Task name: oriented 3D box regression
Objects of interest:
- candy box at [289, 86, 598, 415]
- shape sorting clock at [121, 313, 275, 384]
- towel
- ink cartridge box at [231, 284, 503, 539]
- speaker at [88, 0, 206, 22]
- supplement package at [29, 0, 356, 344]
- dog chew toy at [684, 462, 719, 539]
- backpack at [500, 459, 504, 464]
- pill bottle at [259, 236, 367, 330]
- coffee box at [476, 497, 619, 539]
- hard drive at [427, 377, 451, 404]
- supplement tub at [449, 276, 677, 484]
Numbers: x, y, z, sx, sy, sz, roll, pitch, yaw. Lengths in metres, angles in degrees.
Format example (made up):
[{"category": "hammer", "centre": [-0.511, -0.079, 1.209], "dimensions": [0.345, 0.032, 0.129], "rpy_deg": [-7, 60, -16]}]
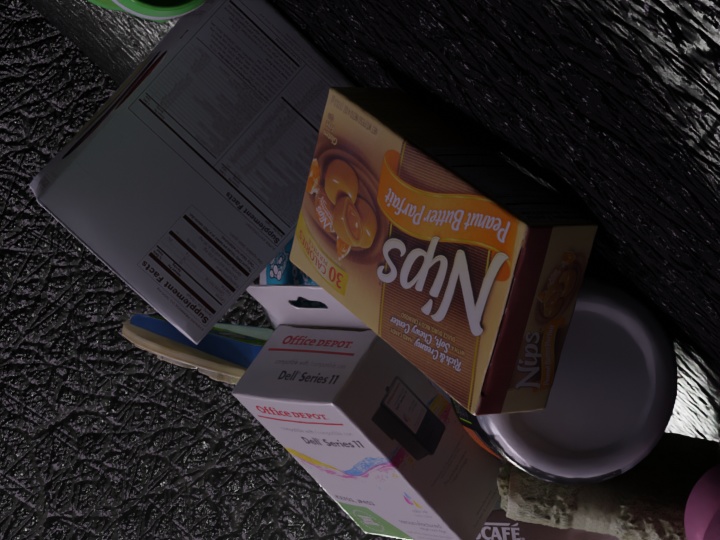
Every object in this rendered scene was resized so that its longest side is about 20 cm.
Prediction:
[{"category": "candy box", "centre": [0.042, -0.015, 1.217], "dimensions": [0.055, 0.116, 0.200], "rpy_deg": [-3, -152, -36]}, {"category": "shape sorting clock", "centre": [-0.079, 0.067, 1.575], "dimensions": [0.199, 0.039, 0.200], "rpy_deg": [11, -178, 0]}, {"category": "towel", "centre": [0.171, 0.139, 1.449], "dimensions": [0.148, 0.037, 0.200], "rpy_deg": [12, -166, 7]}, {"category": "ink cartridge box", "centre": [-0.004, 0.098, 1.435], "dimensions": [0.117, 0.067, 0.200], "rpy_deg": [0, 139, 51]}, {"category": "speaker", "centre": [-0.134, -0.196, 1.288], "dimensions": [0.088, 0.089, 0.200], "rpy_deg": [43, 176, -17]}, {"category": "supplement package", "centre": [-0.110, -0.080, 1.485], "dimensions": [0.147, 0.200, 0.191], "rpy_deg": [43, 176, -11]}, {"category": "dog chew toy", "centre": [0.255, 0.177, 1.246], "dimensions": [0.125, 0.125, 0.200], "rpy_deg": [44, -176, -31]}, {"category": "backpack", "centre": [0.113, 0.097, 1.676], "dimensions": [0.153, 0.164, 0.200], "rpy_deg": [34, 172, -17]}, {"category": "pill bottle", "centre": [0.000, 0.000, 1.468], "dimensions": [0.111, 0.111, 0.200], "rpy_deg": [43, 154, -11]}, {"category": "coffee box", "centre": [0.161, 0.210, 1.550], "dimensions": [0.199, 0.115, 0.080], "rpy_deg": [0, -163, 23]}, {"category": "hard drive", "centre": [0.048, 0.032, 1.562], "dimensions": [0.140, 0.038, 0.201], "rpy_deg": [38, 140, 45]}, {"category": "supplement tub", "centre": [0.119, 0.065, 1.324], "dimensions": [0.122, 0.123, 0.200], "rpy_deg": [42, 177, -3]}]
